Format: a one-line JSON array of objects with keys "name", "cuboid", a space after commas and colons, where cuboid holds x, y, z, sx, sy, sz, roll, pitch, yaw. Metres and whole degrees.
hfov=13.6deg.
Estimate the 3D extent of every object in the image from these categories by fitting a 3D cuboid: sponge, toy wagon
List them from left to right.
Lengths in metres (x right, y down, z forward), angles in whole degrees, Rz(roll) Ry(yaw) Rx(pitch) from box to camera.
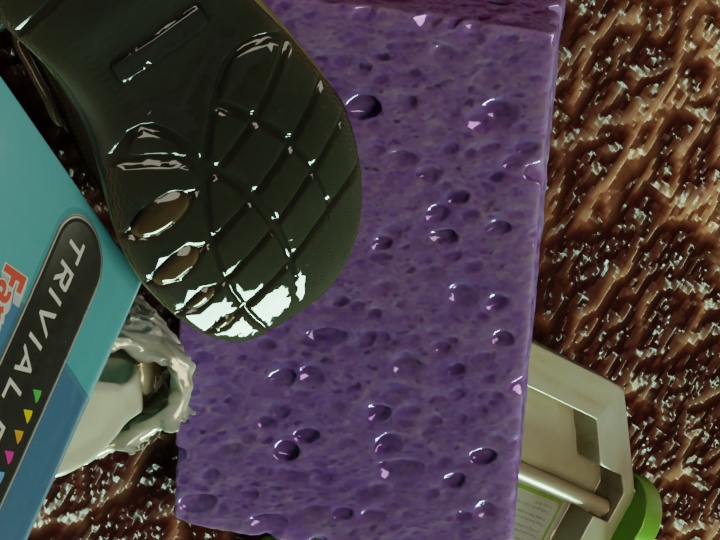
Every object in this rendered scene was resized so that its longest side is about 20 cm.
[{"name": "sponge", "cuboid": [0.000, 0.000, 0.931, 0.111, 0.030, 0.201, 7, 124, 5]}, {"name": "toy wagon", "cuboid": [0.020, 0.116, 1.062, 0.155, 0.040, 0.201, 26, 94, -43]}]

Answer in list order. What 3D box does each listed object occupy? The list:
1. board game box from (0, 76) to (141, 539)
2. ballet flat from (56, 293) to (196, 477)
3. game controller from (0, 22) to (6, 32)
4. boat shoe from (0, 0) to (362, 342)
[{"name": "board game box", "cuboid": [-0.141, 0.000, 0.770, 0.200, 0.047, 0.151, 58, 44, -44]}, {"name": "ballet flat", "cuboid": [-0.134, 0.047, 0.884, 0.199, 0.072, 0.072, -19, 122, -31]}, {"name": "game controller", "cuboid": [-0.171, -0.079, 0.817, 0.199, 0.042, 0.105, -27, 140, -27]}, {"name": "boat shoe", "cuboid": [-0.059, -0.065, 0.842, 0.075, 0.074, 0.200, -30, 134, -6]}]
